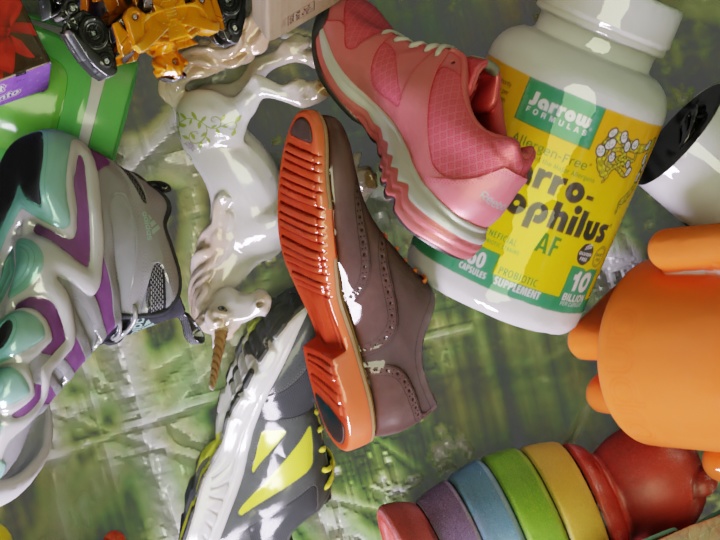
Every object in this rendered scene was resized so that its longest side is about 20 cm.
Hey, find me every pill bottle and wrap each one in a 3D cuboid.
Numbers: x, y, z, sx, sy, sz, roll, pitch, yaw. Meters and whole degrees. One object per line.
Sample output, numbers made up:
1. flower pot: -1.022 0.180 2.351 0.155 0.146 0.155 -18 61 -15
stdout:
1. pill bottle: 0.113 -0.074 1.196 0.112 0.113 0.201 21 101 -7

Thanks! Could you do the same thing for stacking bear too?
1. stacking bear: 0.121 0.157 1.257 0.199 0.121 0.114 -23 113 -8

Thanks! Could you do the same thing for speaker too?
1. speaker: -0.234 -0.114 1.185 0.199 0.088 0.089 15 102 -6
2. speaker: 0.263 -0.023 1.232 0.200 0.081 0.081 39 98 -11

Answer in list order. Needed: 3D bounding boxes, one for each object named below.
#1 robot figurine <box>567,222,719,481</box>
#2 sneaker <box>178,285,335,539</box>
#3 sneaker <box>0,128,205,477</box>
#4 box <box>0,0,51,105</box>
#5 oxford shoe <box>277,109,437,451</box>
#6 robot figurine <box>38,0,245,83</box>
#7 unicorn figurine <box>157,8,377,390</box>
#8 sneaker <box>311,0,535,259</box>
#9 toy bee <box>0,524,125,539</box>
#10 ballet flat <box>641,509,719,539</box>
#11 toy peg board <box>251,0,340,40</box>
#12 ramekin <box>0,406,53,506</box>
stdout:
1. robot figurine: 0.220 0.050 1.184 0.116 0.199 0.145 12 82 -45
2. sneaker: -0.049 0.102 1.257 0.084 0.075 0.201 19 110 -13
3. sneaker: -0.149 0.033 1.144 0.139 0.078 0.201 21 78 -37
4. box: -0.274 -0.168 1.130 0.136 0.039 0.201 -23 76 -19
5. oxford shoe: 0.000 0.000 1.173 0.072 0.071 0.201 -16 111 -19
6. robot figurine: -0.139 -0.202 1.152 0.144 0.058 0.201 -20 95 -40
7. unicorn figurine: -0.061 -0.048 1.222 0.137 0.074 0.201 -23 87 3
8. sneaker: 0.042 -0.099 1.161 0.087 0.201 0.074 -45 141 22
9. toy bee: -0.183 0.214 1.265 0.199 0.109 0.132 -2 113 23
10. ballet flat: 0.204 0.183 1.219 0.199 0.062 0.068 -21 144 -28
11. toy peg board: 0.009 -0.242 1.108 0.198 0.200 0.098 -31 81 -8
12. ramekin: -0.285 0.085 1.175 0.202 0.203 0.094 33 115 -9
